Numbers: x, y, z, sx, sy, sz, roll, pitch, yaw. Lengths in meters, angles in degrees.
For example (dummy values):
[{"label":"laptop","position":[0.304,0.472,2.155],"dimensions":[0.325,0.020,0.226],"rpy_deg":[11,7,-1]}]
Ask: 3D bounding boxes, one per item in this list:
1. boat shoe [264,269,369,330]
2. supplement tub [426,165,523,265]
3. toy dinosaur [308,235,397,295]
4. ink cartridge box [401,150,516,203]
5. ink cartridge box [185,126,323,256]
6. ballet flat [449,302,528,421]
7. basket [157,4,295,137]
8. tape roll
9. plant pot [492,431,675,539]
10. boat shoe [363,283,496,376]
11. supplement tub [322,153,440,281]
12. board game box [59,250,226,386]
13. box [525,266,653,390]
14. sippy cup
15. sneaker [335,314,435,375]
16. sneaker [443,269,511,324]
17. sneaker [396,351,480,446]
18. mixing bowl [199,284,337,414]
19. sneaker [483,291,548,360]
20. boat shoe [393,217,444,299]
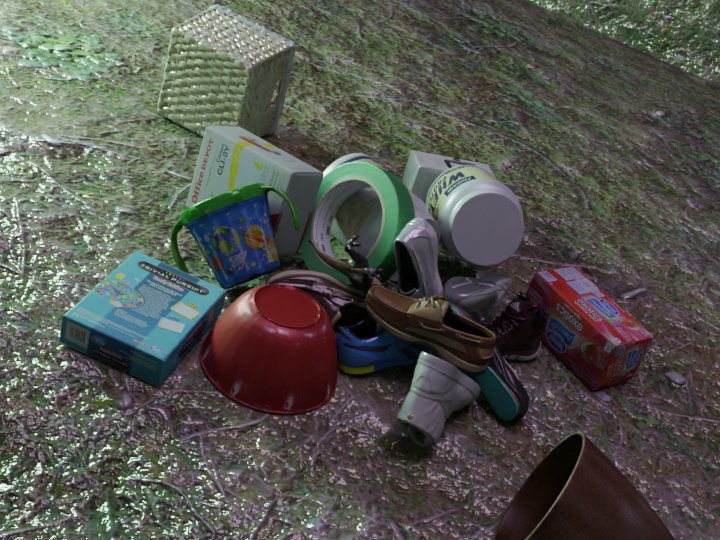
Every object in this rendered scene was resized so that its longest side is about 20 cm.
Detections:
[{"label":"boat shoe","position":[-0.045,0.053,1.578],"dimensions":[0.200,0.075,0.075],"rpy_deg":[11,34,-15]},{"label":"supplement tub","position":[0.197,-0.094,1.813],"dimensions":[0.144,0.146,0.200],"rpy_deg":[13,14,-10]},{"label":"toy dinosaur","position":[0.000,0.000,1.564],"dimensions":[0.199,0.088,0.048],"rpy_deg":[37,64,10]},{"label":"ink cartridge box","position":[0.176,-0.143,1.964],"dimensions":[0.198,0.117,0.068],"rpy_deg":[9,31,-18]},{"label":"ink cartridge box","position":[-0.174,-0.129,1.697],"dimensions":[0.199,0.146,0.083],"rpy_deg":[30,21,31]},{"label":"ballet flat","position":[0.180,0.131,1.553],"dimensions":[0.068,0.068,0.201],"rpy_deg":[-20,75,-55]},{"label":"basket","position":[-0.257,-0.364,1.997],"dimensions":[0.199,0.199,0.161],"rpy_deg":[29,34,15]},{"label":"tape roll","position":[-0.008,-0.069,1.666],"dimensions":[0.048,0.201,0.200],"rpy_deg":[19,21,-50]},{"label":"plant pot","position":[0.288,0.328,1.258],"dimensions":[0.199,0.187,0.187],"rpy_deg":[36,32,1]},{"label":"boat shoe","position":[0.103,0.069,1.493],"dimensions":[0.199,0.074,0.076],"rpy_deg":[29,28,4]},{"label":"supplement tub","position":[0.026,-0.089,1.771],"dimensions":[0.144,0.146,0.200],"rpy_deg":[-11,42,-40]},{"label":"board game box","position":[-0.295,0.062,1.454],"dimensions":[0.150,0.047,0.200],"rpy_deg":[23,31,7]},{"label":"box","position":[0.363,0.090,1.721],"dimensions":[0.099,0.096,0.200],"rpy_deg":[-8,41,-36]},{"label":"sippy cup","position":[-0.186,-0.047,1.586],"dimensions":[0.139,0.177,0.131],"rpy_deg":[-22,91,-49]},{"label":"sneaker","position":[0.054,0.092,1.542],"dimensions":[0.199,0.079,0.066],"rpy_deg":[-11,36,-28]},{"label":"sneaker","position":[0.186,0.049,1.667],"dimensions":[0.070,0.081,0.200],"rpy_deg":[15,11,27]},{"label":"sneaker","position":[0.102,0.187,1.454],"dimensions":[0.073,0.116,0.200],"rpy_deg":[21,-7,26]},{"label":"mixing bowl","position":[-0.113,0.091,1.451],"dimensions":[0.198,0.109,0.201],"rpy_deg":[14,32,-9]},{"label":"sneaker","position":[0.210,0.083,1.630],"dimensions":[0.199,0.116,0.076],"rpy_deg":[-5,38,-34]},{"label":"boat shoe","position":[0.084,0.017,1.605],"dimensions":[0.072,0.201,0.068],"rpy_deg":[31,52,31]}]
